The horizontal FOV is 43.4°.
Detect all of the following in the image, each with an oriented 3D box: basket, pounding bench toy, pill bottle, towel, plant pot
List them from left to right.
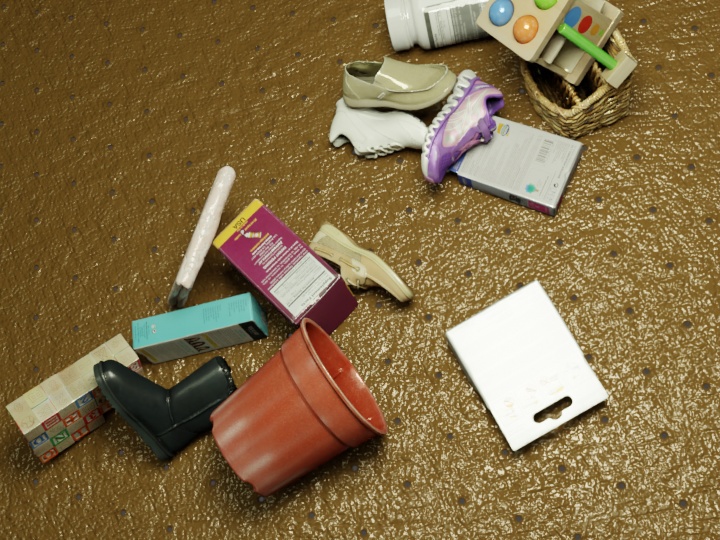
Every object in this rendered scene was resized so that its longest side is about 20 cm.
[{"bbox_3d":[-0.254,-0.047,1.435,0.032,0.191,0.202,21,72,-11],"label":"towel"},{"bbox_3d":[-0.097,0.207,1.297,0.195,0.201,0.202,-37,65,6],"label":"plant pot"},{"bbox_3d":[0.146,-0.441,1.531,0.198,0.114,0.115,-10,67,9],"label":"pill bottle"},{"bbox_3d":[0.294,-0.352,1.311,0.200,0.155,0.125,48,116,35],"label":"pounding bench toy"},{"bbox_3d":[0.328,-0.330,1.426,0.142,0.149,0.202,-22,66,4],"label":"basket"}]

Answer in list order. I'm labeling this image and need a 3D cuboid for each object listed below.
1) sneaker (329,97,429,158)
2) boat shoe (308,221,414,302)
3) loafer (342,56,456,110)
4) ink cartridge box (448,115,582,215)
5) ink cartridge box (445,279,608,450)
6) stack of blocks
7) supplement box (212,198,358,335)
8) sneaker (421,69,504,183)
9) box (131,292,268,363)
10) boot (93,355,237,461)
[{"bbox_3d":[0.037,-0.223,1.501,0.198,0.074,0.088,17,80,28],"label":"sneaker"},{"bbox_3d":[0.000,0.000,1.418,0.199,0.071,0.065,36,86,31],"label":"boat shoe"},{"bbox_3d":[0.054,-0.302,1.439,0.198,0.069,0.076,-1,49,25],"label":"loafer"},{"bbox_3d":[0.240,-0.175,1.443,0.198,0.042,0.120,22,76,19],"label":"ink cartridge box"},{"bbox_3d":[0.239,0.139,1.320,0.162,0.057,0.201,-29,74,0],"label":"ink cartridge box"},{"bbox_3d":[-0.434,0.200,1.408,0.199,0.116,0.059,-34,64,-22],"label":"stack of blocks"},{"bbox_3d":[-0.115,0.004,1.405,0.103,0.131,0.200,-45,67,-7],"label":"supplement box"},{"bbox_3d":[0.164,-0.220,1.419,0.088,0.081,0.201,23,73,20],"label":"sneaker"},{"bbox_3d":[-0.253,0.092,1.428,0.198,0.082,0.050,-14,65,7],"label":"box"},{"bbox_3d":[-0.279,0.174,1.358,0.167,0.201,0.076,-33,25,-1],"label":"boot"}]
